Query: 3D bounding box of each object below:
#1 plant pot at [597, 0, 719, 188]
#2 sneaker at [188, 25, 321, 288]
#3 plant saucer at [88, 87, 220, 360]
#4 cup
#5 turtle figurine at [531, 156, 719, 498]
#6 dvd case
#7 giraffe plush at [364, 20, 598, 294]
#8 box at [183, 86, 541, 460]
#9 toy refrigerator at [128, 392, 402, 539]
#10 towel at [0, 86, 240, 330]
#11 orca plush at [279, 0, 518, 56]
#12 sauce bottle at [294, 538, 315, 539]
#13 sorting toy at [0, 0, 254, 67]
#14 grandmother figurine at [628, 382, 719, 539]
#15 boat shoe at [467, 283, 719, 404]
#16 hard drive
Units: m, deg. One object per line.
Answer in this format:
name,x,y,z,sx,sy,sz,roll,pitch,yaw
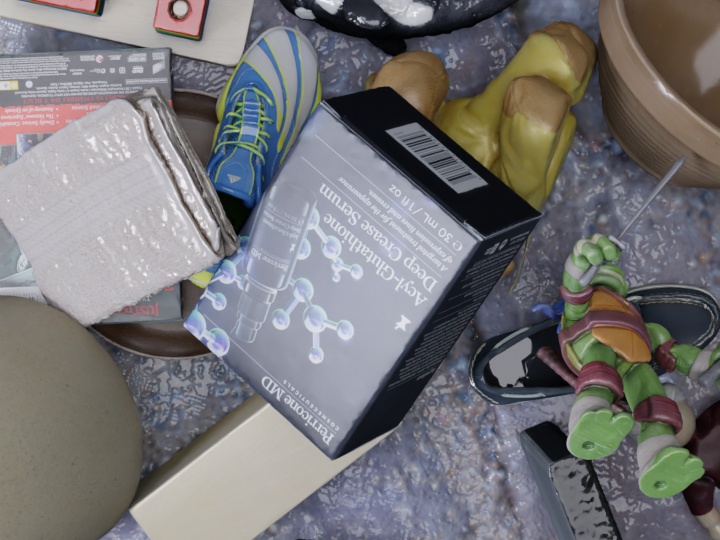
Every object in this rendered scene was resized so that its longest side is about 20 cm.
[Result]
plant pot,0.240,-0.127,1.588,0.200,0.201,0.093,39,127,-3
sneaker,-0.074,-0.082,1.563,0.075,0.105,0.202,17,86,-7
plant saucer,-0.138,-0.035,1.632,0.198,0.032,0.202,0,93,-1
cup,-0.274,0.134,1.540,0.199,0.143,0.202,7,108,21
turtle figurine,0.204,0.041,1.497,0.198,0.195,0.144,-13,133,16
dvd case,-0.205,-0.060,1.604,0.145,0.022,0.202,-3,91,-2
giraffe plush,0.065,-0.099,1.584,0.161,0.173,0.201,21,109,8
box,0.000,0.000,1.498,0.148,0.107,0.201,40,115,15
toy refrigerator,-0.072,0.138,1.623,0.200,0.070,0.076,-38,100,0
towel,-0.177,-0.038,1.520,0.199,0.034,0.133,-26,92,43
orca plush,0.034,-0.198,1.631,0.198,0.071,0.106,-9,47,-12
sauce bottle,-0.048,0.303,1.629,0.065,0.066,0.202,16,89,-2
sorting toy,-0.165,-0.269,1.604,0.198,0.070,0.201,12,91,-2
grandmother figurine,0.286,0.143,1.640,0.199,0.061,0.122,28,82,-5
boat shoe,0.177,0.055,1.630,0.198,0.062,0.076,-10,90,-2
hard drive,0.161,0.186,1.565,0.033,0.200,0.141,-22,92,-1
